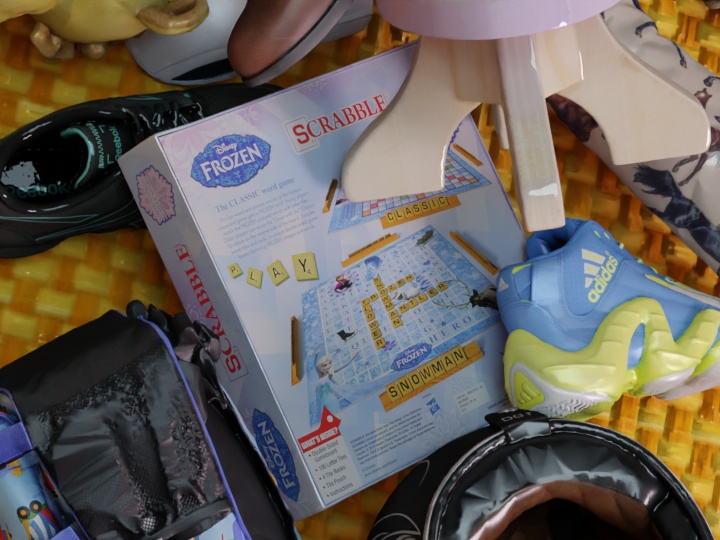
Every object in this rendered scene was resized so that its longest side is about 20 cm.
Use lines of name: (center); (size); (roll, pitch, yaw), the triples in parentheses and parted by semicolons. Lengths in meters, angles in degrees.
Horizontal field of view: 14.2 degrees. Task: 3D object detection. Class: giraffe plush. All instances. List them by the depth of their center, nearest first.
giraffe plush: (-0.161, -0.158, 1.421); (0.161, 0.200, 0.173); (-3, 54, -19)

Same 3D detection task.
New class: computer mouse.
computer mouse: (-0.029, -0.150, 1.521); (0.199, 0.044, 0.110); (-20, 84, -18)

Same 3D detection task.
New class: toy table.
toy table: (0.074, -0.101, 1.408); (0.183, 0.200, 0.118); (-5, 109, 12)

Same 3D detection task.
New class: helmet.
helmet: (0.087, 0.176, 1.406); (0.199, 0.191, 0.201); (3, 66, -6)

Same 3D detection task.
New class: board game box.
board game box: (0.000, 0.000, 1.458); (0.200, 0.041, 0.200); (-22, 88, -40)

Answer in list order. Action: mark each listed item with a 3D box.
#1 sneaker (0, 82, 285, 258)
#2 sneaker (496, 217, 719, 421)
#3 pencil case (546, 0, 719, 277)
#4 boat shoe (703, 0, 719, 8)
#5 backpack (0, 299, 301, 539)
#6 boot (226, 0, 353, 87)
sneaker: (-0.113, -0.053, 1.460); (0.199, 0.079, 0.076); (-18, 82, -20)
sneaker: (0.146, 0.015, 1.492); (0.199, 0.076, 0.106); (-11, 79, -46)
pencil case: (0.179, -0.065, 1.517); (0.200, 0.078, 0.089); (44, 46, 14)
boat shoe: (0.212, -0.167, 1.577); (0.065, 0.073, 0.200); (-44, 86, 13)
backpack: (-0.103, 0.128, 1.378); (0.134, 0.183, 0.201); (-27, 98, -10)
boot: (-0.075, -0.211, 1.384); (0.200, 0.068, 0.189); (32, 82, -25)
